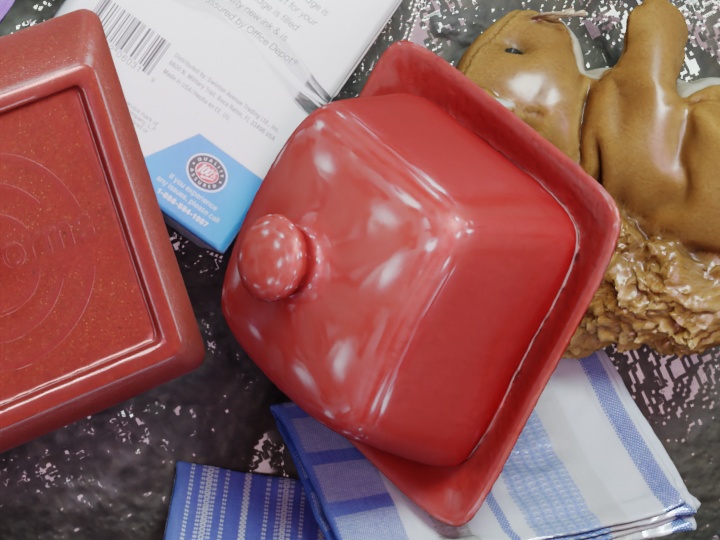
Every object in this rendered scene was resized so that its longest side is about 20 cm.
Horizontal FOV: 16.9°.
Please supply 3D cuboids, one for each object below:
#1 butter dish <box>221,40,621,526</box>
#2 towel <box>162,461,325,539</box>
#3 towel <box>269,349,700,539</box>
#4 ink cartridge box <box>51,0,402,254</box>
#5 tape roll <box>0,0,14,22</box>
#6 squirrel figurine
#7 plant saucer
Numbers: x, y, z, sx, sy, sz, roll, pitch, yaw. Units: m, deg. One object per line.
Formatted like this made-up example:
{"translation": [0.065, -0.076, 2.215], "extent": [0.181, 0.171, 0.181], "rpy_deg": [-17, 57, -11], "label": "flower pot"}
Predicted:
{"translation": [0.000, 0.000, 1.226], "extent": [0.147, 0.199, 0.201], "rpy_deg": [7, 117, -47], "label": "butter dish"}
{"translation": [-0.006, 0.152, 1.283], "extent": [0.199, 0.145, 0.024], "rpy_deg": [8, 118, -2], "label": "towel"}
{"translation": [0.066, 0.102, 1.301], "extent": [0.199, 0.147, 0.024], "rpy_deg": [-10, 133, -16], "label": "towel"}
{"translation": [-0.079, -0.132, 1.300], "extent": [0.146, 0.084, 0.200], "rpy_deg": [36, 85, -8], "label": "ink cartridge box"}
{"translation": [-0.271, -0.178, 1.239], "extent": [0.199, 0.066, 0.201], "rpy_deg": [9, 68, -22], "label": "tape roll"}
{"translation": [0.132, -0.050, 1.314], "extent": [0.186, 0.142, 0.201], "rpy_deg": [14, 86, -3], "label": "squirrel figurine"}
{"translation": [-0.186, -0.005, 1.205], "extent": [0.199, 0.037, 0.201], "rpy_deg": [-23, 106, -21], "label": "plant saucer"}
